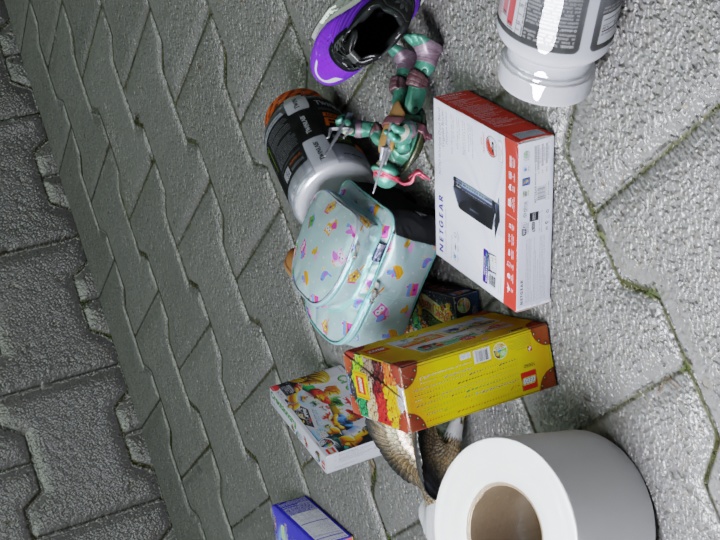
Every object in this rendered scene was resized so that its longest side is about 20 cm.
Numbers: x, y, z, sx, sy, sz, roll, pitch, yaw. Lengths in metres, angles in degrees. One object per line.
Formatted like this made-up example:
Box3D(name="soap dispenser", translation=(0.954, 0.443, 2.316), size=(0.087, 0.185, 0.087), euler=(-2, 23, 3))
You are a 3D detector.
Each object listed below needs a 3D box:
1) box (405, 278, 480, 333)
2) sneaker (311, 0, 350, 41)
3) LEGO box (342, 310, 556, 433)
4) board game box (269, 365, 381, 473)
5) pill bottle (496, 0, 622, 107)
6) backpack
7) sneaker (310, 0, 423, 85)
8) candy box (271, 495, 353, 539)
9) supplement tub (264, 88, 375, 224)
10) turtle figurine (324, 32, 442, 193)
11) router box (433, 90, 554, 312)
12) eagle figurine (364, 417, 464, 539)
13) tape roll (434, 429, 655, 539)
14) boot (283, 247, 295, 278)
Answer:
Box3D(name="box", translation=(0.097, 0.084, 1.757), size=(0.199, 0.037, 0.139), euler=(14, 116, 64))
Box3D(name="sneaker", translation=(0.015, -0.327, 1.687), size=(0.085, 0.075, 0.200), euler=(44, 145, -1))
Box3D(name="LEGO box", translation=(0.102, 0.113, 1.563), size=(0.149, 0.198, 0.078), euler=(9, 111, 65))
Box3D(name="board game box", translation=(-0.040, 0.220, 2.032), size=(0.200, 0.125, 0.035), euler=(43, 142, 50))
Box3D(name="pill bottle", translation=(0.188, -0.262, 1.259), size=(0.116, 0.115, 0.202), euler=(52, 147, 41))
Box3D(name="backpack", translation=(0.000, 0.000, 1.726), size=(0.176, 0.151, 0.203), euler=(38, 120, 56))
Box3D(name="sneaker", translation=(-0.005, -0.275, 1.618), size=(0.200, 0.069, 0.100), euler=(-39, 22, 42))
Box3D(name="candy box", translation=(-0.075, 0.507, 2.337), size=(0.200, 0.076, 0.172), euler=(27, 126, 61))
Box3D(name="supplement tub", translation=(-0.061, -0.155, 1.850), size=(0.201, 0.121, 0.124), euler=(-116, 25, -45))
Box3D(name="turtle figurine", translation=(0.036, -0.175, 1.605), size=(0.149, 0.100, 0.203), euler=(4, 72, 52))
Box3D(name="router box", translation=(0.148, -0.081, 1.534), size=(0.179, 0.048, 0.203), euler=(38, 137, 54))
Box3D(name="eagle figurine", translation=(0.088, 0.228, 1.722), size=(0.151, 0.199, 0.152), euler=(-35, 26, 33))
Box3D(name="tape roll", translation=(0.195, 0.275, 1.445), size=(0.201, 0.138, 0.206), euler=(-1, 89, 48))
Box3D(name="boot", translation=(-0.055, -0.054, 1.966), size=(0.199, 0.076, 0.157), euler=(26, 129, 57))
